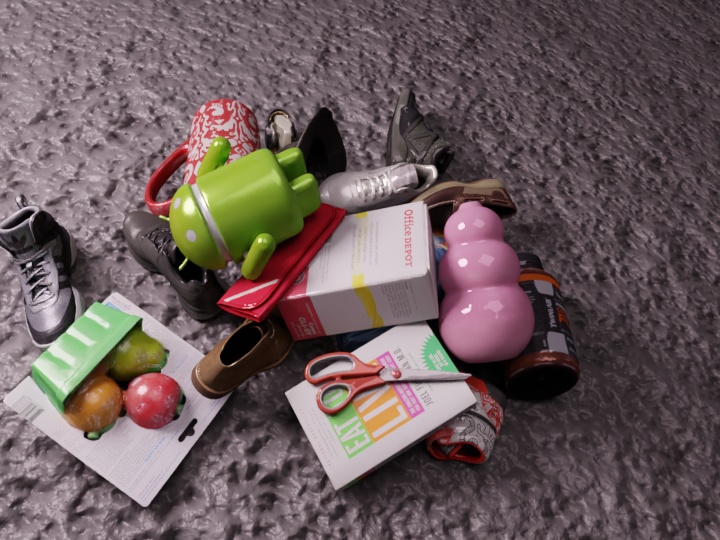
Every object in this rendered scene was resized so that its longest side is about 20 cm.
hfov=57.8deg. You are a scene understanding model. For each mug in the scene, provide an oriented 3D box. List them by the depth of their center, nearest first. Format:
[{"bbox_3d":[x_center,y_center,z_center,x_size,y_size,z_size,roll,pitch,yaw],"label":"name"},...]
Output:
[{"bbox_3d":[-0.222,-0.159,0.976,0.175,0.134,0.202,10,47,-22],"label":"mug"}]

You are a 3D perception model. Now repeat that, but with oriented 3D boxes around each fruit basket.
[{"bbox_3d":[-0.274,0.145,0.773,0.199,0.094,0.186,38,52,-4],"label":"fruit basket"}]

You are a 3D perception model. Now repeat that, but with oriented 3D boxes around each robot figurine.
[{"bbox_3d":[-0.150,-0.076,0.821,0.197,0.116,0.177,-25,71,-8],"label":"robot figurine"}]

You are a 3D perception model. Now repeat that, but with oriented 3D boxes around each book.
[{"bbox_3d":[0.025,0.161,0.805,0.198,0.048,0.134,-30,66,-9],"label":"book"}]

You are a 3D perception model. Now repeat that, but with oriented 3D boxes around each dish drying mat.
[{"bbox_3d":[-0.097,-0.019,0.838,0.076,0.018,0.201,11,51,34],"label":"dish drying mat"}]

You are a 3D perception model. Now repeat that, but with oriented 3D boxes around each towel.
[{"bbox_3d":[0.048,0.034,0.920,0.197,0.049,0.113,-20,57,-10],"label":"towel"}]

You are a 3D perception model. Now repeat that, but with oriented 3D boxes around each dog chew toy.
[{"bbox_3d":[0.155,0.013,0.840,0.122,0.124,0.204,-6,86,-18],"label":"dog chew toy"}]

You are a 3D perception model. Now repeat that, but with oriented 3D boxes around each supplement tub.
[{"bbox_3d":[0.241,0.072,0.930,0.105,0.108,0.203,6,52,-9],"label":"supplement tub"}]

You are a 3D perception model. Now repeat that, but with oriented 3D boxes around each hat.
[{"bbox_3d":[-0.091,-0.143,0.981,0.079,0.203,0.202,8,48,19],"label":"hat"}]

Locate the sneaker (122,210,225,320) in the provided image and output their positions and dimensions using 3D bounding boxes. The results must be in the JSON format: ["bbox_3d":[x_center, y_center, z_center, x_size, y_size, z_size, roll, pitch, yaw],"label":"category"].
[{"bbox_3d":[-0.256,-0.026,0.890,0.199,0.091,0.076,39,63,19],"label":"sneaker"}]

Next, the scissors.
[{"bbox_3d":[0.031,0.120,0.791,0.196,0.014,0.074,-14,63,-2],"label":"scissors"}]

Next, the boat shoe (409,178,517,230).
[{"bbox_3d":[0.158,-0.090,1.010,0.197,0.073,0.073,-11,55,-29],"label":"boat shoe"}]

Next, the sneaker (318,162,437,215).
[{"bbox_3d":[0.027,-0.130,0.972,0.197,0.099,0.076,-13,79,-31],"label":"sneaker"}]

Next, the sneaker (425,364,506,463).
[{"bbox_3d":[0.088,0.169,0.842,0.199,0.068,0.109,26,49,4],"label":"sneaker"}]

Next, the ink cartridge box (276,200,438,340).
[{"bbox_3d":[0.000,0.000,0.856,0.196,0.084,0.147,-10,41,12],"label":"ink cartridge box"}]

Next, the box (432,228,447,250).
[{"bbox_3d":[0.097,-0.049,1.032,0.198,0.038,0.137,29,52,9],"label":"box"}]

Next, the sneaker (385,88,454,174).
[{"bbox_3d":[0.105,-0.233,1.155,0.112,0.077,0.202,9,54,-9],"label":"sneaker"}]

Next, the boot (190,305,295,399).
[{"bbox_3d":[-0.124,0.085,0.827,0.074,0.076,0.200,45,36,3],"label":"boot"}]

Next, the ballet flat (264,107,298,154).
[{"bbox_3d":[-0.123,-0.191,1.067,0.072,0.074,0.202,-3,54,-16],"label":"ballet flat"}]

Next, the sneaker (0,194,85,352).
[{"bbox_3d":[-0.405,-0.001,0.811,0.074,0.115,0.202,-19,55,-3],"label":"sneaker"}]
